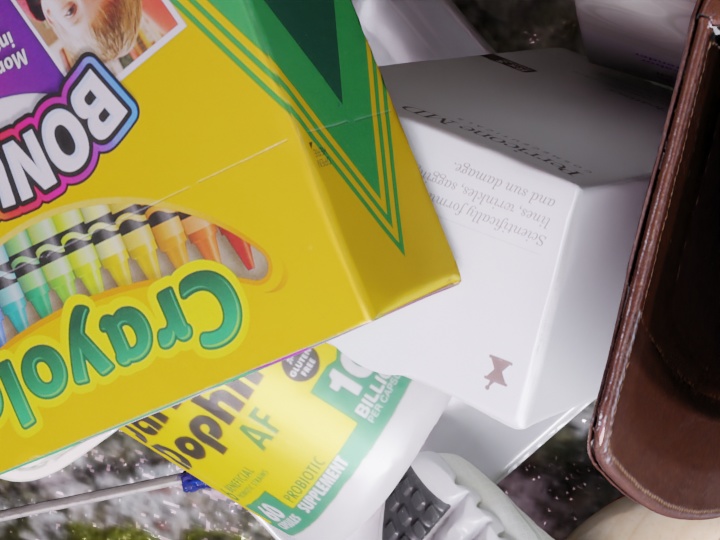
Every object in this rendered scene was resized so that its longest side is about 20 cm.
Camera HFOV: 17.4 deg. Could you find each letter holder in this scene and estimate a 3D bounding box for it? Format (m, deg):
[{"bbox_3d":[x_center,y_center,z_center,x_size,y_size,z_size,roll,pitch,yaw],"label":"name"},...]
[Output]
[{"bbox_3d":[0.150,0.017,0.705,0.100,0.200,0.143,15,86,22],"label":"letter holder"}]

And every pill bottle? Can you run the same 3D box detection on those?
[{"bbox_3d":[-0.066,0.003,0.844,0.199,0.113,0.113,33,127,-8],"label":"pill bottle"}]

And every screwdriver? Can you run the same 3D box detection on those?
[{"bbox_3d":[-0.091,0.099,1.048,0.199,0.028,0.029,-19,85,27],"label":"screwdriver"}]

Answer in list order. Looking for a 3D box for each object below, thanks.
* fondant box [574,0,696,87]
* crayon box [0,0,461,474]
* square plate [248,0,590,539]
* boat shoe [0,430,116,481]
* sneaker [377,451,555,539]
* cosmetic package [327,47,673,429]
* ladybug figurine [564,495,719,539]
[{"bbox_3d":[0.143,-0.089,0.740,0.143,0.200,0.059,18,88,9],"label":"fondant box"},{"bbox_3d":[-0.090,-0.039,0.717,0.199,0.058,0.174,-23,87,35],"label":"crayon box"},{"bbox_3d":[0.000,0.000,0.915,0.198,0.028,0.200,-42,101,12],"label":"square plate"},{"bbox_3d":[-0.074,0.021,0.971,0.199,0.062,0.073,-28,99,11],"label":"boat shoe"},{"bbox_3d":[0.082,0.151,0.903,0.200,0.081,0.075,53,132,10],"label":"sneaker"},{"bbox_3d":[0.060,-0.018,0.780,0.112,0.200,0.082,22,106,25],"label":"cosmetic package"},{"bbox_3d":[0.133,0.154,0.971,0.135,0.072,0.201,26,127,4],"label":"ladybug figurine"}]
